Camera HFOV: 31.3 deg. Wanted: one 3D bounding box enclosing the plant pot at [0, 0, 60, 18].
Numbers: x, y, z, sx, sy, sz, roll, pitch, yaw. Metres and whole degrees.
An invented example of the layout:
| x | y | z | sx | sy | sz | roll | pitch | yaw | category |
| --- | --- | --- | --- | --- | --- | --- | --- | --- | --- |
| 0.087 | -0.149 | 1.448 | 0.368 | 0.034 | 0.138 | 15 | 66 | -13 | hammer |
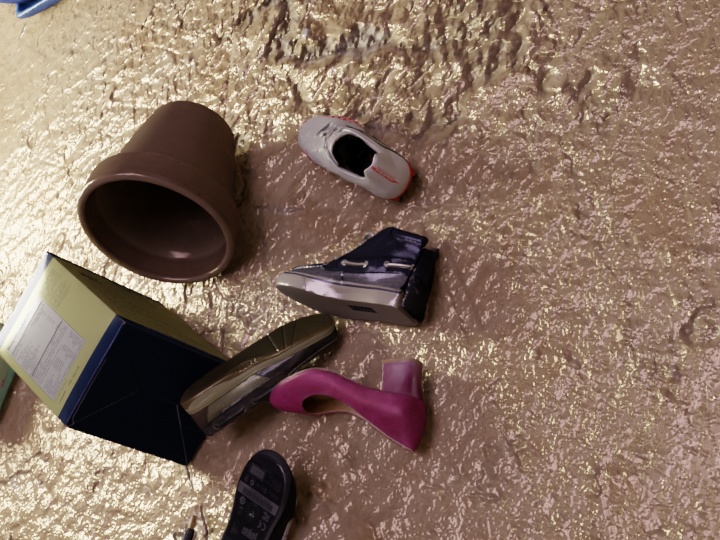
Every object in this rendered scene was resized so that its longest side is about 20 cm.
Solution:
| x | y | z | sx | sy | sz | roll | pitch | yaw | category |
| --- | --- | --- | --- | --- | --- | --- | --- | --- | --- |
| -0.525 | -0.527 | 2.024 | 0.198 | 0.179 | 0.203 | -19 | 59 | 32 | plant pot |

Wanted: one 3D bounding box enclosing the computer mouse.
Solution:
| x | y | z | sx | sy | sz | roll | pitch | yaw | category |
| --- | --- | --- | --- | --- | --- | --- | --- | --- | --- |
| -0.134 | 0.285 | 1.419 | 0.139 | 0.046 | 0.203 | 18 | 95 | 39 | computer mouse |

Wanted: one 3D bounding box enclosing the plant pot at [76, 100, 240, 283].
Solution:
| x | y | z | sx | sy | sz | roll | pitch | yaw | category |
| --- | --- | --- | --- | --- | --- | --- | --- | --- | --- |
| -0.233 | -0.111 | 1.601 | 0.198 | 0.200 | 0.176 | -18 | 42 | 33 | plant pot |

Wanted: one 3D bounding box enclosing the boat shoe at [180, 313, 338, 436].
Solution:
| x | y | z | sx | sy | sz | roll | pitch | yaw | category |
| --- | --- | --- | --- | --- | --- | --- | --- | --- | --- |
| -0.107 | 0.119 | 1.457 | 0.199 | 0.066 | 0.072 | -30 | 19 | 5 | boat shoe |

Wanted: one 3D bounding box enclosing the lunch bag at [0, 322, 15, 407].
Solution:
| x | y | z | sx | sy | sz | roll | pitch | yaw | category |
| --- | --- | --- | --- | --- | --- | --- | --- | --- | --- |
| -0.575 | 0.139 | 1.837 | 0.198 | 0.077 | 0.163 | 10 | 79 | 43 | lunch bag |

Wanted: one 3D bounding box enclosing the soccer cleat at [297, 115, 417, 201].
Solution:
| x | y | z | sx | sy | sz | roll | pitch | yaw | category |
| --- | --- | --- | --- | --- | --- | --- | --- | --- | --- |
| -0.018 | -0.141 | 1.481 | 0.199 | 0.085 | 0.069 | 36 | 95 | 43 | soccer cleat |

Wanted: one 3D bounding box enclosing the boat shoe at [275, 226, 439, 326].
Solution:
| x | y | z | sx | sy | sz | roll | pitch | yaw | category |
| --- | --- | --- | --- | --- | --- | --- | --- | --- | --- |
| 0.000 | 0.000 | 1.422 | 0.198 | 0.075 | 0.094 | 9 | 69 | 35 | boat shoe |

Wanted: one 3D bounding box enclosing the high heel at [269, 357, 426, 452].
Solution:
| x | y | z | sx | sy | sz | roll | pitch | yaw | category |
| --- | --- | --- | --- | --- | --- | --- | --- | --- | --- |
| -0.017 | 0.155 | 1.367 | 0.197 | 0.067 | 0.097 | -10 | 62 | 27 | high heel |

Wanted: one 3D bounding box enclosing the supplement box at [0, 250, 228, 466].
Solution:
| x | y | z | sx | sy | sz | roll | pitch | yaw | category |
| --- | --- | --- | --- | --- | --- | --- | --- | --- | --- |
| -0.289 | 0.105 | 1.522 | 0.199 | 0.199 | 0.135 | 33 | 92 | 43 | supplement box |
